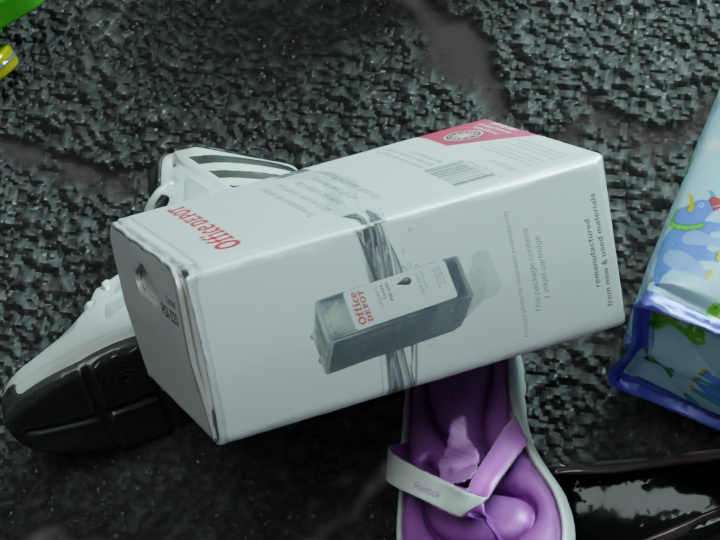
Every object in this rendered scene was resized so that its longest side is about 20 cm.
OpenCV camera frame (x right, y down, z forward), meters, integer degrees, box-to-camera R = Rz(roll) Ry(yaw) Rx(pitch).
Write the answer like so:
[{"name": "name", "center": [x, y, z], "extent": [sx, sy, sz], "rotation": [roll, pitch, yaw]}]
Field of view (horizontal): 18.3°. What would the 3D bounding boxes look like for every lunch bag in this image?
[{"name": "lunch bag", "center": [0.237, 0.004, 1.028], "extent": [0.199, 0.128, 0.171], "rotation": [21, 68, 8]}]

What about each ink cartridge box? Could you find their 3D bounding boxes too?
[{"name": "ink cartridge box", "center": [0.000, 0.000, 1.023], "extent": [0.199, 0.146, 0.085], "rotation": [-14, 104, -16]}]

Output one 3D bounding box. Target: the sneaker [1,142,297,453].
[{"name": "sneaker", "center": [-0.103, 0.009, 1.137], "extent": [0.200, 0.076, 0.116], "rotation": [-27, 52, -12]}]

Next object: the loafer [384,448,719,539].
[{"name": "loafer", "center": [0.102, 0.114, 1.035], "extent": [0.199, 0.063, 0.072], "rotation": [-11, 60, 6]}]

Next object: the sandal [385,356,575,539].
[{"name": "sandal", "center": [0.044, 0.087, 1.028], "extent": [0.082, 0.050, 0.203], "rotation": [-26, 33, 10]}]

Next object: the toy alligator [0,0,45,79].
[{"name": "toy alligator", "center": [-0.256, -0.105, 1.230], "extent": [0.200, 0.059, 0.054], "rotation": [-37, 20, -7]}]
